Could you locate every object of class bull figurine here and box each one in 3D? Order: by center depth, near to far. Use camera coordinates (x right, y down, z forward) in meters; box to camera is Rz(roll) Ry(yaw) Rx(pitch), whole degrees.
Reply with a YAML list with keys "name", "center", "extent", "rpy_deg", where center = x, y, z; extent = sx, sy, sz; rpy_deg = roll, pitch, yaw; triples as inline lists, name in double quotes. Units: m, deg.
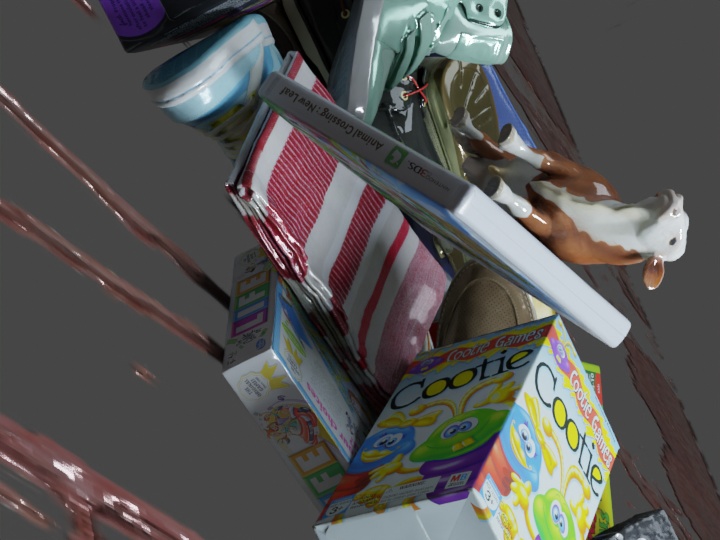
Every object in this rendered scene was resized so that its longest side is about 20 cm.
- name: "bull figurine"
  center: [0.115, -0.046, 1.082]
  extent: [0.121, 0.065, 0.200]
  rpy_deg: [31, -7, -27]

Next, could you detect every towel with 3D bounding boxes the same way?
- name: "towel"
  center: [-0.008, -0.023, 1.094]
  extent: [0.200, 0.023, 0.144]
  rpy_deg: [56, 33, -30]

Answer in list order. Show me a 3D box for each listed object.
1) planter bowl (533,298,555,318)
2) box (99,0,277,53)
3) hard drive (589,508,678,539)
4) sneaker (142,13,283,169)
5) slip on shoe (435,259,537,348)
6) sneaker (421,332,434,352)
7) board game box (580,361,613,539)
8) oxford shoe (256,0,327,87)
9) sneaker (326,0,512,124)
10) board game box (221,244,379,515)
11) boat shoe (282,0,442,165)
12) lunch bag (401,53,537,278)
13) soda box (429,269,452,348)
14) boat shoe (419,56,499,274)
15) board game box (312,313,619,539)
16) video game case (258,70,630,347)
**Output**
- name: "planter bowl"
  center: [0.116, 0.065, 1.480]
  extent: [0.200, 0.083, 0.201]
  rpy_deg: [-8, 90, -76]
- name: "box"
  center: [-0.109, -0.223, 1.140]
  extent: [0.122, 0.106, 0.200]
  rpy_deg: [63, 12, -6]
- name: "hard drive"
  center: [0.130, 0.247, 1.047]
  extent: [0.140, 0.200, 0.038]
  rpy_deg: [64, -28, 4]
- name: "sneaker"
  center: [-0.068, -0.093, 1.120]
  extent: [0.131, 0.079, 0.200]
  rpy_deg: [61, 14, -8]
- name: "slip on shoe"
  center: [0.082, 0.088, 1.245]
  extent: [0.061, 0.076, 0.201]
  rpy_deg: [18, 82, -73]
- name: "sneaker"
  center: [0.000, 0.000, 1.208]
  extent: [0.079, 0.078, 0.200]
  rpy_deg: [-60, 125, -81]
- name: "board game box"
  center: [0.112, 0.166, 1.146]
  extent: [0.048, 0.101, 0.201]
  rpy_deg: [16, 65, -52]
- name: "oxford shoe"
  center: [-0.045, -0.122, 1.300]
  extent: [0.200, 0.073, 0.084]
  rpy_deg: [51, 20, -10]
- name: "sneaker"
  center: [0.048, -0.158, 1.209]
  extent: [0.118, 0.074, 0.201]
  rpy_deg: [22, 54, -8]
- name: "board game box"
  center: [-0.017, 0.093, 1.066]
  extent: [0.200, 0.034, 0.135]
  rpy_deg: [58, 14, -25]
- name: "boat shoe"
  center: [0.015, -0.133, 1.266]
  extent: [0.202, 0.063, 0.074]
  rpy_deg: [63, 22, 13]
- name: "lunch bag"
  center: [0.049, -0.094, 1.421]
  extent: [0.200, 0.132, 0.136]
  rpy_deg: [57, -21, -23]
- name: "soda box"
  center: [0.090, 0.086, 1.310]
  extent: [0.200, 0.068, 0.064]
  rpy_deg: [49, 11, 11]
- name: "boat shoe"
  center: [0.075, -0.067, 1.335]
  extent: [0.073, 0.063, 0.201]
  rpy_deg: [-35, 118, -40]
- name: "board game box"
  center: [0.069, 0.125, 1.017]
  extent: [0.105, 0.103, 0.200]
  rpy_deg: [63, 28, -17]
- name: "video game case"
  center: [0.051, -0.035, 1.039]
  extent: [0.182, 0.022, 0.200]
  rpy_deg: [34, -2, 42]
